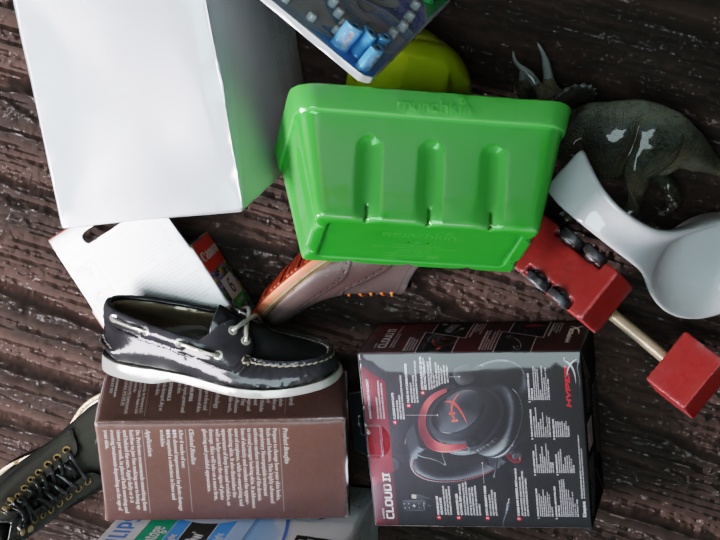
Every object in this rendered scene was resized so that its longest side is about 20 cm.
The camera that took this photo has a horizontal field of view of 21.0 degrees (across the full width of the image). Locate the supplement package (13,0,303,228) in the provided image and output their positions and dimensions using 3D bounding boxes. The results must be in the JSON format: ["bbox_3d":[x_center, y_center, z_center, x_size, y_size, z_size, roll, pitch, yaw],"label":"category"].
[{"bbox_3d":[-0.140,-0.153,1.442,0.146,0.200,0.193,-5,106,16],"label":"supplement package"}]

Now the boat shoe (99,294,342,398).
[{"bbox_3d":[-0.111,0.055,1.521,0.198,0.074,0.061,6,112,19],"label":"boat shoe"}]

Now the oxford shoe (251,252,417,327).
[{"bbox_3d":[0.000,0.000,1.526,0.199,0.071,0.073,-32,102,21],"label":"oxford shoe"}]

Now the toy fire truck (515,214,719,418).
[{"bbox_3d":[0.176,0.019,1.467,0.049,0.141,0.200,-50,51,1],"label":"toy fire truck"}]

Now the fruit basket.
[{"bbox_3d":[0.040,-0.108,1.401,0.213,0.156,0.218,3,71,-8],"label":"fruit basket"}]

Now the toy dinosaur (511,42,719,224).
[{"bbox_3d":[0.197,-0.090,1.440,0.198,0.077,0.103,14,124,15],"label":"toy dinosaur"}]

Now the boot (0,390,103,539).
[{"bbox_3d":[-0.248,0.177,1.611,0.200,0.138,0.078,-38,95,21],"label":"boot"}]

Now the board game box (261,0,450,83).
[{"bbox_3d":[-0.035,-0.235,1.385,0.200,0.200,0.026,39,121,0],"label":"board game box"}]

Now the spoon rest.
[{"bbox_3d":[0.226,-0.019,1.423,0.199,0.061,0.100,24,119,-31],"label":"spoon rest"}]

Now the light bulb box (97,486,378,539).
[{"bbox_3d":[-0.102,0.259,1.566,0.198,0.198,0.126,5,108,12],"label":"light bulb box"}]

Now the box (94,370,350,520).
[{"bbox_3d":[-0.107,0.139,1.547,0.198,0.075,0.101,1,122,2],"label":"box"}]

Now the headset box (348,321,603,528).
[{"bbox_3d":[0.087,0.121,1.537,0.198,0.075,0.150,-2,107,15],"label":"headset box"}]

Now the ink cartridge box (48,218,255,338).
[{"bbox_3d":[-0.154,0.028,1.585,0.108,0.050,0.201,-30,97,19],"label":"ink cartridge box"}]
